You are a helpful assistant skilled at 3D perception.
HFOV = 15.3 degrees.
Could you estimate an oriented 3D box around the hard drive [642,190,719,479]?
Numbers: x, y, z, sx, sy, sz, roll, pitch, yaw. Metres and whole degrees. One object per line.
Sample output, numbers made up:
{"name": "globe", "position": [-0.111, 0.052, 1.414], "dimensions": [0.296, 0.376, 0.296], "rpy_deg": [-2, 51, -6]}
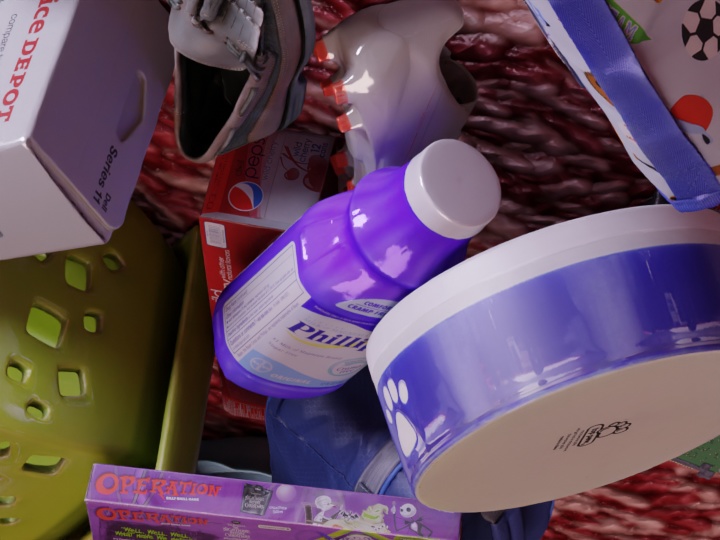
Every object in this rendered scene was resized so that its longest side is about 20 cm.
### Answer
{"name": "hard drive", "position": [0.183, 0.040, 1.488], "dimensions": [0.139, 0.038, 0.200], "rpy_deg": [21, 145, -8]}

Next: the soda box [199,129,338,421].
{"name": "soda box", "position": [-0.047, 0.006, 1.496], "dimensions": [0.063, 0.070, 0.201], "rpy_deg": [9, 145, 7]}

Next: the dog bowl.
{"name": "dog bowl", "position": [0.107, 0.047, 1.344], "dimensions": [0.199, 0.079, 0.200], "rpy_deg": [-16, 160, -6]}

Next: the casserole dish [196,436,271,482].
{"name": "casserole dish", "position": [-0.060, 0.166, 1.757], "dimensions": [0.120, 0.039, 0.200], "rpy_deg": [-7, 141, 28]}

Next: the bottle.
{"name": "bottle", "position": [0.000, 0.000, 1.345], "dimensions": [0.083, 0.066, 0.200], "rpy_deg": [9, 151, -29]}

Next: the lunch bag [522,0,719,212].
{"name": "lunch bag", "position": [0.119, -0.149, 1.099], "dimensions": [0.123, 0.201, 0.170], "rpy_deg": [-9, 141, 30]}

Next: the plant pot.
{"name": "plant pot", "position": [-0.191, 0.058, 1.520], "dimensions": [0.181, 0.201, 0.199], "rpy_deg": [23, 144, -22]}

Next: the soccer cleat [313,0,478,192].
{"name": "soccer cleat", "position": [0.025, -0.069, 1.369], "dimensions": [0.077, 0.070, 0.200], "rpy_deg": [-20, 152, -6]}

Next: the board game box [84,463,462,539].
{"name": "board game box", "position": [-0.044, 0.156, 1.444], "dimensions": [0.198, 0.032, 0.120], "rpy_deg": [6, 148, 5]}

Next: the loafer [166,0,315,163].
{"name": "loafer", "position": [-0.064, -0.110, 1.305], "dimensions": [0.072, 0.063, 0.200], "rpy_deg": [45, 164, 18]}

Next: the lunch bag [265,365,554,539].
{"name": "lunch bag", "position": [0.036, 0.121, 1.529], "dimensions": [0.132, 0.136, 0.201], "rpy_deg": [41, 156, 27]}

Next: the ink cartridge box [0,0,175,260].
{"name": "ink cartridge box", "position": [-0.207, -0.080, 1.368], "dimensions": [0.199, 0.147, 0.083], "rpy_deg": [-8, 139, 29]}
